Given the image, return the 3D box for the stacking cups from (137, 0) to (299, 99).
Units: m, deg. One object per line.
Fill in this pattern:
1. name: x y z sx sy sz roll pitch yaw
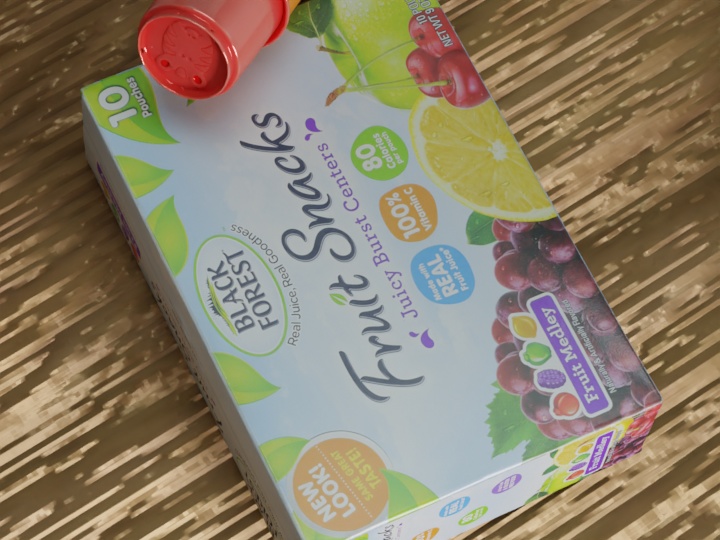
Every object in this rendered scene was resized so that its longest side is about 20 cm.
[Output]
1. stacking cups: -0.024 -0.140 0.982 0.060 0.061 0.200 25 44 7

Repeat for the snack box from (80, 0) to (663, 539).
1. snack box: 0.000 0.000 0.959 0.142 0.053 0.200 -23 68 -14
